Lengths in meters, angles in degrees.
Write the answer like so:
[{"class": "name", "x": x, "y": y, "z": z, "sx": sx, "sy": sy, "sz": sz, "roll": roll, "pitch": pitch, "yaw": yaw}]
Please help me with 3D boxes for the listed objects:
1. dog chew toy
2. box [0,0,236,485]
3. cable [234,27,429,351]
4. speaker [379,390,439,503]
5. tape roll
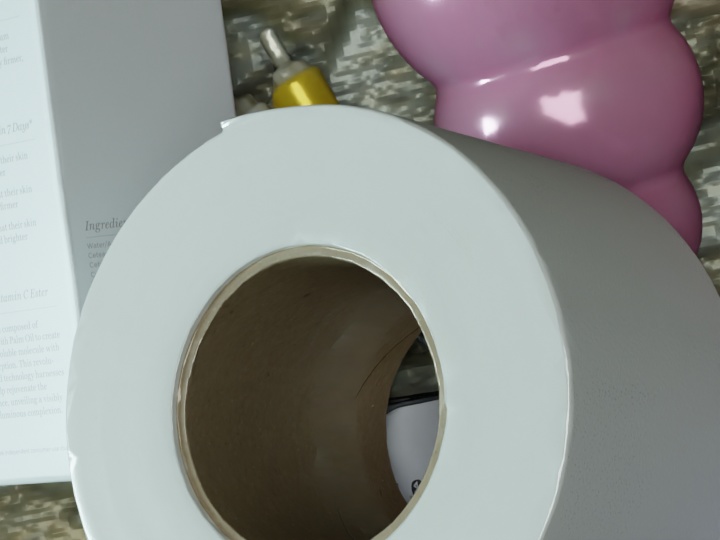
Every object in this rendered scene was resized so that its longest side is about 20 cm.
[{"class": "dog chew toy", "x": 0.078, "y": -0.075, "z": 1.015, "sx": 0.124, "sy": 0.125, "sz": 0.201, "roll": -16, "pitch": 97, "yaw": 9}, {"class": "box", "x": -0.119, "y": -0.019, "z": 1.029, "sx": 0.124, "sy": 0.097, "sz": 0.201, "roll": -7, "pitch": 90, "yaw": 45}, {"class": "cable", "x": 0.000, "y": 0.000, "z": 1.057, "sx": 0.200, "sy": 0.050, "sz": 0.097, "roll": 44, "pitch": 99, "yaw": 8}, {"class": "speaker", "x": 0.020, "y": 0.152, "z": 1.041, "sx": 0.081, "sy": 0.081, "sz": 0.201, "roll": -10, "pitch": 89, "yaw": 9}, {"class": "tape roll", "x": 0.017, "y": 0.051, "z": 0.908, "sx": 0.202, "sy": 0.139, "sz": 0.204, "roll": -5, "pitch": 82, "yaw": 32}]
